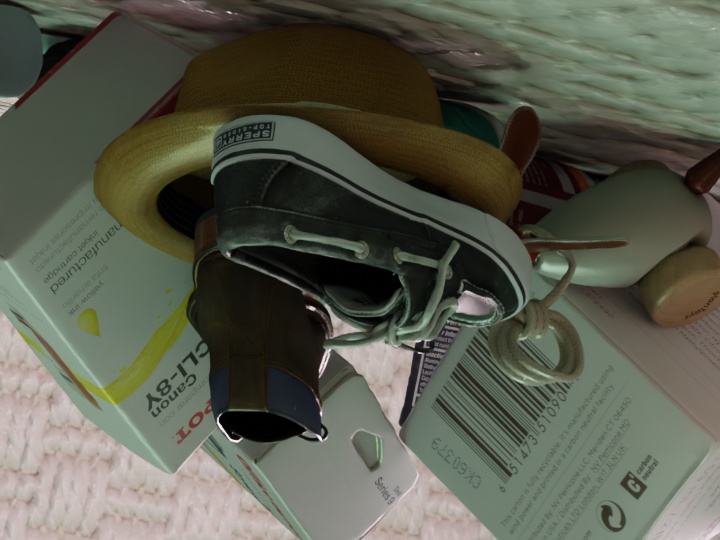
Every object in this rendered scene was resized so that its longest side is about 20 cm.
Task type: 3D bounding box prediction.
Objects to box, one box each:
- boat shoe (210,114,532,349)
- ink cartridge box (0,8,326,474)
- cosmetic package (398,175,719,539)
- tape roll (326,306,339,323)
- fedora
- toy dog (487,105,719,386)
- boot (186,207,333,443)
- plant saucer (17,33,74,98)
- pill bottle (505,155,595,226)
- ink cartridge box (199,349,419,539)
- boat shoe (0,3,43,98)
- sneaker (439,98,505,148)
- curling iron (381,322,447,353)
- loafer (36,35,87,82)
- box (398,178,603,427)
[{"bbox_3d":[0.010,-0.001,0.802,0.073,0.068,0.199,-14,153,30],"label":"boat shoe"},{"bbox_3d":[-0.114,-0.010,0.959,0.083,0.145,0.200,30,159,37],"label":"ink cartridge box"},{"bbox_3d":[0.166,0.071,1.097,0.165,0.165,0.200,45,-141,22],"label":"cosmetic package"},{"bbox_3d":[-0.099,-0.025,1.278,0.202,0.071,0.202,14,166,3],"label":"tape roll"},{"bbox_3d":[-0.024,-0.060,0.860,0.200,0.082,0.201,0,157,0],"label":"fedora"},{"bbox_3d":[0.125,-0.031,0.968,0.200,0.096,0.132,-19,-123,-45],"label":"toy dog"},{"bbox_3d":[-0.051,0.053,0.890,0.074,0.097,0.200,-1,155,4],"label":"boot"},{"bbox_3d":[-0.160,-0.115,1.186,0.200,0.039,0.201,13,178,0],"label":"plant saucer"},{"bbox_3d":[0.054,-0.034,1.180,0.199,0.113,0.113,14,178,-34],"label":"pill bottle"},{"bbox_3d":[-0.071,0.069,1.123,0.200,0.088,0.145,36,165,35],"label":"ink cartridge box"},{"bbox_3d":[-0.245,-0.129,0.957,0.066,0.070,0.200,9,-175,23],"label":"boat shoe"},{"bbox_3d":[-0.029,-0.068,1.004,0.199,0.084,0.121,2,180,25],"label":"sneaker"},{"bbox_3d":[0.000,0.000,0.991,0.049,0.026,0.200,21,-168,-22],"label":"curling iron"},{"bbox_3d":[-0.160,-0.035,1.070,0.070,0.201,0.068,-11,172,42],"label":"loafer"},{"bbox_3d":[0.155,0.035,1.312,0.199,0.199,0.123,11,-179,28],"label":"box"}]
